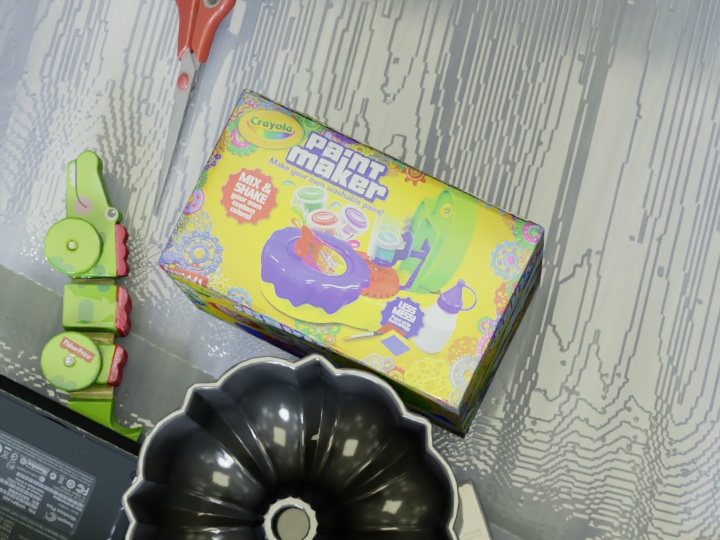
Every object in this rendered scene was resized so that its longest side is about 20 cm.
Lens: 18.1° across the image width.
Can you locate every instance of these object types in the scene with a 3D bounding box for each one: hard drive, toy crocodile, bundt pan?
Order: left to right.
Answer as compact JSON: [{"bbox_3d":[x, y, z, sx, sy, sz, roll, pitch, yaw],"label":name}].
[{"bbox_3d":[-0.227,0.180,1.449,0.139,0.033,0.200,25,100,8],"label":"hard drive"},{"bbox_3d":[-0.174,0.021,1.483,0.062,0.068,0.200,0,83,-1],"label":"toy crocodile"},{"bbox_3d":[-0.037,0.153,1.348,0.201,0.076,0.202,-1,81,5],"label":"bundt pan"}]

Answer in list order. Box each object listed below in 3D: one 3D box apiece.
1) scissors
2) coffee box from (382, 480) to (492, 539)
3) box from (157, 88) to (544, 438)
[{"bbox_3d":[-0.111,-0.138,1.512,0.073,0.014,0.200,-4,77,42],"label":"scissors"},{"bbox_3d":[-0.005,0.218,1.423,0.200,0.080,0.115,-18,80,1],"label":"coffee box"},{"bbox_3d":[0.000,0.000,1.410,0.200,0.193,0.122,26,83,8],"label":"box"}]
